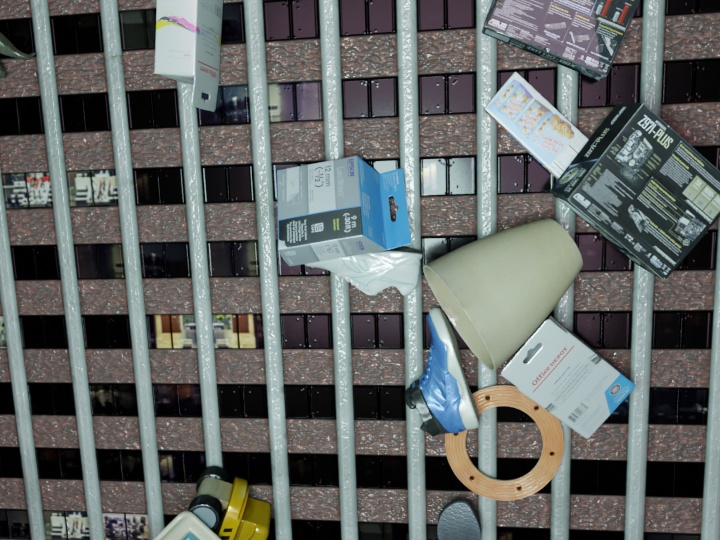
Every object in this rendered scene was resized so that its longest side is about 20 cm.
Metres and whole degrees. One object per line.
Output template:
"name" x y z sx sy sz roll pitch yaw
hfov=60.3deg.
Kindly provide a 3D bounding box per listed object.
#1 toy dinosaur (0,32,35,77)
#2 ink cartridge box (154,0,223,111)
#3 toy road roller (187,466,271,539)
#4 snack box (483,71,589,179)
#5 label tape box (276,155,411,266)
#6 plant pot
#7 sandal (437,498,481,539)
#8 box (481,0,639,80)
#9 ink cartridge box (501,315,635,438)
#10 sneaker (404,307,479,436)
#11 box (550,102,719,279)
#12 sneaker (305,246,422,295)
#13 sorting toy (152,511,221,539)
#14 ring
"toy dinosaur" -0.644 -0.370 1.021 0.196 0.077 0.104 0 106 10
"ink cartridge box" -0.263 -0.354 0.953 0.066 0.117 0.204 6 99 5
"toy road roller" -0.241 0.461 1.085 0.144 0.123 0.203 20 101 -8
"snack box" 0.286 -0.209 0.955 0.200 0.024 0.072 42 102 -1
"label tape box" -0.028 -0.098 0.959 0.196 0.066 0.146 -10 63 11
"plant pot" 0.226 0.016 0.934 0.198 0.187 0.189 -34 94 -2
"sandal" 0.179 0.481 1.077 0.075 0.043 0.204 -7 108 15
"box" 0.299 -0.395 0.910 0.197 0.050 0.160 22 101 3
"ink cartridge box" 0.311 0.156 0.963 0.199 0.067 0.116 36 102 -17
"sneaker" 0.114 0.170 1.011 0.109 0.077 0.204 -17 93 13
"box" 0.411 -0.117 0.908 0.199 0.086 0.165 35 102 -9
"sneaker" 0.000 0.000 1.003 0.196 0.070 0.082 5 103 6
"sorting toy" -0.280 0.516 1.012 0.185 0.037 0.200 -44 103 6
"ring" 0.241 0.289 1.045 0.196 0.019 0.205 1 99 8
